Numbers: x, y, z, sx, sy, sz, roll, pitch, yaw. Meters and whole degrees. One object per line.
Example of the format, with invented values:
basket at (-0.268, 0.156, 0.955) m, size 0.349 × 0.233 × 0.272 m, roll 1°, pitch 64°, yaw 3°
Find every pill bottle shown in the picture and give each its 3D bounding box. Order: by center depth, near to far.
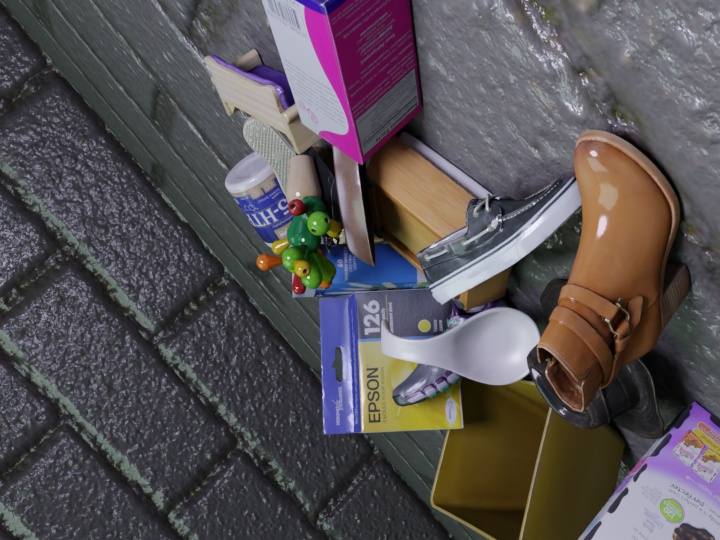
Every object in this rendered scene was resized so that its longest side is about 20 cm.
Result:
pill bottle at (-0.143, -0.111, 1.246) m, size 0.119 × 0.120 × 0.201 m, roll 24°, pitch 153°, yaw 55°

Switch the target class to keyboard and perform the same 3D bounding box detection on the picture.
keyboard at (-0.055, -0.103, 0.923) m, size 0.200 × 0.020 × 0.129 m, roll -122°, pitch 25°, yaw -57°

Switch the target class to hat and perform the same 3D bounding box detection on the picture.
hat at (0.239, 0.116, 0.764) m, size 0.202 × 0.080 × 0.201 m, roll 59°, pitch 174°, yaw 9°

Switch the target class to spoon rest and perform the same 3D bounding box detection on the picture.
spoon rest at (0.121, 0.092, 0.843) m, size 0.061 × 0.197 × 0.101 m, roll -66°, pitch -24°, yaw -73°

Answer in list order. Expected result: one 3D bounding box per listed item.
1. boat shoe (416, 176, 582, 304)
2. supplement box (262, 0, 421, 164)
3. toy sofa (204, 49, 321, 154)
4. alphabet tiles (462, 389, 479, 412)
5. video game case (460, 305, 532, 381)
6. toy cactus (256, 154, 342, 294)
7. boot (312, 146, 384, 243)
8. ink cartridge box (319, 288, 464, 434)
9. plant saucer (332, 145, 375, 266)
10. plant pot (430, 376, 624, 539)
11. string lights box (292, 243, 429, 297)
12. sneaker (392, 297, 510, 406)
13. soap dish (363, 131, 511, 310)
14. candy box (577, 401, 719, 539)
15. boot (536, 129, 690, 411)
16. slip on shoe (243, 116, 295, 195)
boat shoe at (0.125, -0.038, 0.662) m, size 0.199 × 0.072 × 0.071 m, roll -38°, pitch 88°, yaw 38°
supplement box at (-0.015, -0.219, 0.673) m, size 0.101 × 0.103 × 0.201 m, roll 38°, pitch 160°, yaw 28°
toy sofa at (-0.120, -0.245, 0.929) m, size 0.199 × 0.083 × 0.098 m, roll 34°, pitch 154°, yaw 42°
alphabet tiles at (0.146, 0.133, 1.089) m, size 0.201 × 0.006 × 0.167 m, roll 50°, pitch -160°, yaw -7°
video game case at (0.226, 0.122, 1.000) m, size 0.200 × 0.019 × 0.143 m, roll 49°, pitch 164°, yaw -4°
toy cactus at (-0.076, -0.057, 0.849) m, size 0.200 × 0.101 × 0.168 m, roll 101°, pitch 164°, yaw -75°
boot at (-0.014, -0.082, 1.054) m, size 0.200 × 0.073 × 0.156 m, roll 42°, pitch 163°, yaw 28°
ink cartridge box at (0.041, 0.128, 0.979) m, size 0.047 × 0.197 × 0.201 m, roll 89°, pitch 178°, yaw -77°
plant saucer at (-0.008, -0.104, 0.839) m, size 0.200 × 0.032 × 0.204 m, roll -8°, pitch -90°, yaw -87°
plant pot at (0.240, 0.263, 0.943) m, size 0.174 × 0.203 × 0.199 m, roll 19°, pitch 172°, yaw -25°
string lights box at (0.000, 0.000, 0.998) m, size 0.103 × 0.197 × 0.060 m, roll 115°, pitch 153°, yaw -76°
sneaker at (0.117, 0.099, 0.912) m, size 0.088 × 0.198 × 0.074 m, roll 59°, pitch 180°, yaw 1°
soap dish at (0.091, -0.055, 0.820) m, size 0.200 × 0.081 × 0.158 m, roll 42°, pitch 164°, yaw 23°
candy box at (0.342, 0.268, 0.697) m, size 0.167 × 0.200 × 0.072 m, roll 42°, pitch 163°, yaw 22°
boot at (0.190, 0.006, 0.558) m, size 0.201 × 0.155 × 0.073 m, roll 55°, pitch 163°, yaw -24°
slip on shoe at (-0.118, -0.180, 1.137) m, size 0.200 × 0.074 × 0.062 m, roll 50°, pitch -160°, yaw -28°
